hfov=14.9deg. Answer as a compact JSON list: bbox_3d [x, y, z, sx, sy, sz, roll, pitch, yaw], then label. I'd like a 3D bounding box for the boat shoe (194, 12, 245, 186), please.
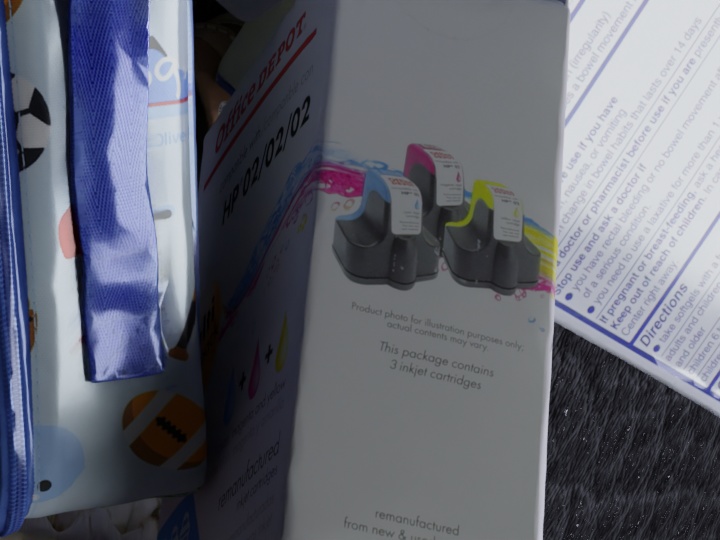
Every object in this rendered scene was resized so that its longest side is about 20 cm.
[{"bbox_3d":[-0.070,0.009,0.950,0.072,0.075,0.201,-14,116,-60],"label":"boat shoe"}]

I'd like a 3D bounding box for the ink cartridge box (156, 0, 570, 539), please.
[{"bbox_3d":[0.000,0.000,0.704,0.115,0.067,0.201,132,-32,-58],"label":"ink cartridge box"}]

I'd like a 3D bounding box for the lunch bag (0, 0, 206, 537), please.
[{"bbox_3d":[-0.088,-0.044,0.677,0.075,0.160,0.201,-9,108,-20],"label":"lunch bag"}]

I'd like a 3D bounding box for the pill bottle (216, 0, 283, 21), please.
[{"bbox_3d":[0.027,-0.155,0.719,0.199,0.113,0.112,-34,162,9],"label":"pill bottle"}]

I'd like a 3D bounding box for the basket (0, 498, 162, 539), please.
[{"bbox_3d":[-0.073,0.092,0.830,0.200,0.123,0.136,-110,-144,-64],"label":"basket"}]

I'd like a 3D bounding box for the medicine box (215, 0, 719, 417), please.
[{"bbox_3d":[0.088,-0.079,0.909,0.200,0.103,0.183,29,98,-37],"label":"medicine box"}]
